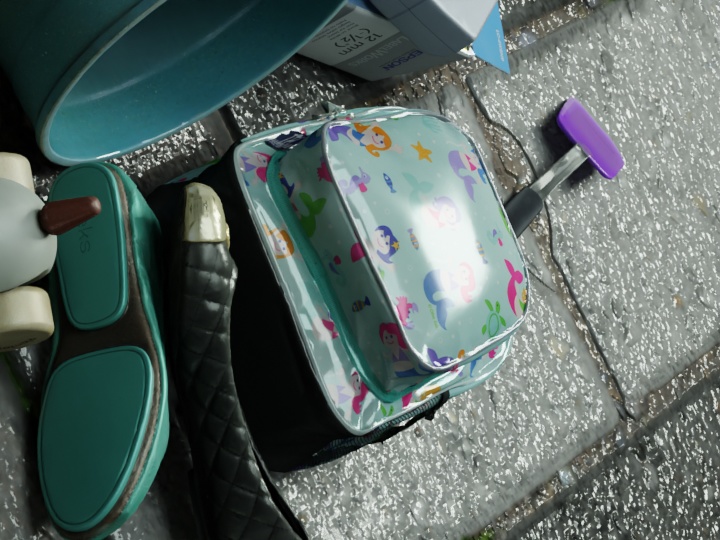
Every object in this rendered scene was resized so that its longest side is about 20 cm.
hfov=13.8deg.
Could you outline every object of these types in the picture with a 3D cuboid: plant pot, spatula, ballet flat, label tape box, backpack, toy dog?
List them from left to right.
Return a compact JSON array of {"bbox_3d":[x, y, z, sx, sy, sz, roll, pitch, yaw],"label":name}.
[{"bbox_3d":[-0.196,-0.017,1.352,0.200,0.096,0.132,-27,91,-56],"label":"toy dog"},{"bbox_3d":[-0.125,-0.186,1.484,0.188,0.200,0.200,55,33,12],"label":"plant pot"},{"bbox_3d":[-0.118,0.045,1.452,0.070,0.067,0.201,45,37,-59],"label":"ballet flat"},{"bbox_3d":[-0.064,0.053,1.472,0.066,0.057,0.201,-100,-177,-77],"label":"ballet flat"},{"bbox_3d":[-0.004,-0.192,1.743,0.200,0.066,0.144,19,55,-49],"label":"label tape box"},{"bbox_3d":[0.000,0.000,1.569,0.200,0.150,0.178,-15,81,-60],"label":"backpack"},{"bbox_3d":[0.118,-0.055,1.857,0.057,0.021,0.200,48,39,-3],"label":"spatula"}]

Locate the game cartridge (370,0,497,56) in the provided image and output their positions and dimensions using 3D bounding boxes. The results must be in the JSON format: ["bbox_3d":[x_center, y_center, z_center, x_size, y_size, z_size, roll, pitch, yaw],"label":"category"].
[{"bbox_3d":[0.010,-0.224,1.694,0.200,0.041,0.133,52,32,-17],"label":"game cartridge"}]
